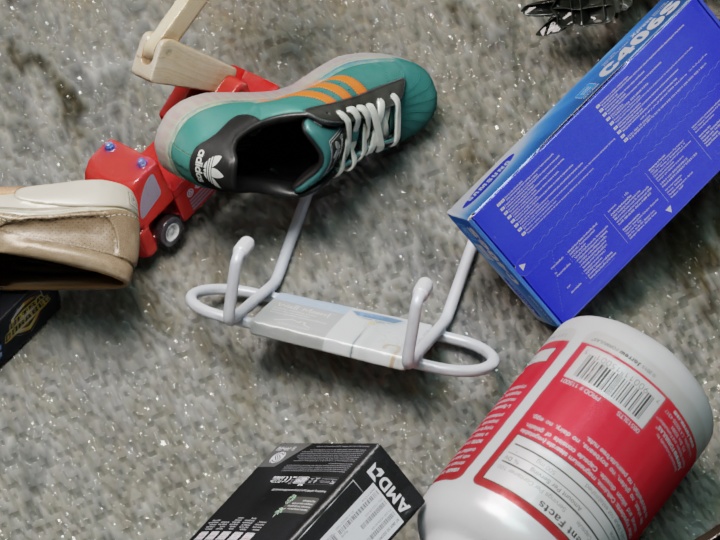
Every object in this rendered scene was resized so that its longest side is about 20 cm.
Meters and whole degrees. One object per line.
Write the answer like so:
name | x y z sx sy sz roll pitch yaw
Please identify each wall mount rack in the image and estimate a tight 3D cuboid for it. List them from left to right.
wall mount rack | 0.000 0.000 1.669 0.199 0.075 0.174 13 19 12

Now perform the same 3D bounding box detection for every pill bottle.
pill bottle | 0.105 0.131 1.542 0.112 0.112 0.200 30 63 22

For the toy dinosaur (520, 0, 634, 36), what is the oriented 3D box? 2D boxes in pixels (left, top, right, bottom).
toy dinosaur | 0.172 -0.220 1.779 0.199 0.103 0.136 -6 12 33

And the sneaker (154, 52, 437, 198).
sneaker | -0.025 -0.083 1.693 0.199 0.072 0.080 -17 32 -31

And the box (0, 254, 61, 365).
box | -0.324 0.026 1.688 0.198 0.050 0.200 33 63 22

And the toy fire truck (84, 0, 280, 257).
toy fire truck | -0.105 -0.120 1.708 0.049 0.141 0.200 26 61 35

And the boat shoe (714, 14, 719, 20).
boat shoe | 0.267 -0.123 1.725 0.199 0.073 0.075 5 56 8

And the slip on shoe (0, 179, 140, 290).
slip on shoe | -0.233 -0.012 1.642 0.199 0.076 0.061 -3 66 -7

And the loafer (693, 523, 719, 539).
loafer | 0.162 0.198 1.516 0.200 0.071 0.073 -39 62 -21

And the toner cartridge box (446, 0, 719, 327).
toner cartridge box | 0.157 -0.069 1.660 0.200 0.043 0.095 -44 107 -8

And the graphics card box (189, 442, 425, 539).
graphics card box | -0.067 0.180 1.519 0.200 0.125 0.051 -48 108 -24
